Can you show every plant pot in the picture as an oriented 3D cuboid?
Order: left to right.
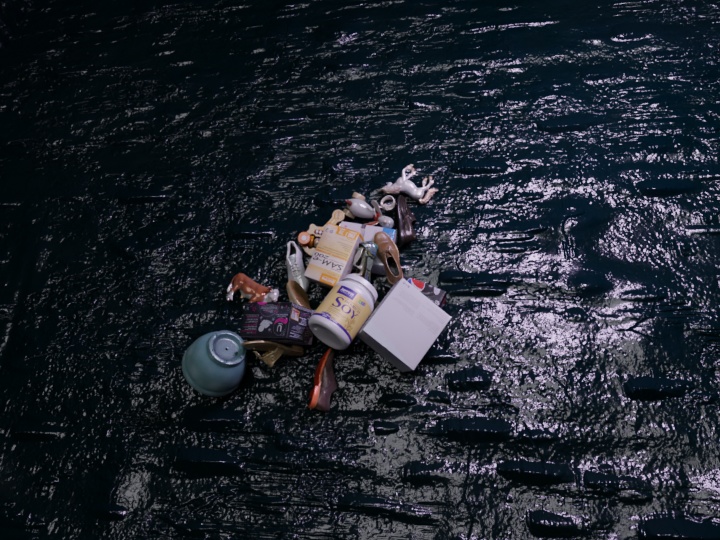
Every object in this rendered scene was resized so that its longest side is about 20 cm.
[{"bbox_3d":[-0.434,0.268,1.599,0.200,0.134,0.201,23,42,-22],"label":"plant pot"}]

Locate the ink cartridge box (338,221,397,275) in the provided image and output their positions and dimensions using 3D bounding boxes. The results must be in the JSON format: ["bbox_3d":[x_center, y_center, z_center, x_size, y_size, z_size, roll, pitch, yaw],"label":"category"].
[{"bbox_3d":[0.013,-0.077,1.781,0.199,0.084,0.145,11,66,15],"label":"ink cartridge box"}]

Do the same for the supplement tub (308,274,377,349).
[{"bbox_3d":[-0.050,0.125,1.576,0.145,0.146,0.200,24,60,21],"label":"supplement tub"}]

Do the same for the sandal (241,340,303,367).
[{"bbox_3d":[-0.267,0.267,1.603,0.078,0.211,0.070,-31,57,43],"label":"sandal"}]

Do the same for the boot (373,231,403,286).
[{"bbox_3d":[0.092,-0.053,1.669,0.073,0.076,0.200,-19,64,-2],"label":"boot"}]

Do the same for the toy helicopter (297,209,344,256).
[{"bbox_3d":[-0.121,-0.131,1.838,0.132,0.079,0.200,39,82,8],"label":"toy helicopter"}]

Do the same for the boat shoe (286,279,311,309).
[{"bbox_3d":[-0.206,0.127,1.715,0.069,0.074,0.200,-39,66,26],"label":"boat shoe"}]

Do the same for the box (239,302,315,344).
[{"bbox_3d":[-0.259,0.170,1.624,0.199,0.132,0.115,-2,72,33],"label":"box"}]

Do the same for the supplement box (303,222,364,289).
[{"bbox_3d":[-0.086,-0.043,1.700,0.126,0.074,0.201,19,78,19],"label":"supplement box"}]

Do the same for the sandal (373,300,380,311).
[{"bbox_3d":[0.060,0.138,1.676,0.080,0.054,0.200,-42,63,-12],"label":"sandal"}]

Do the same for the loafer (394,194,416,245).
[{"bbox_3d":[0.161,-0.177,1.822,0.071,0.073,0.201,0,64,-4],"label":"loafer"}]

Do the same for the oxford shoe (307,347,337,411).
[{"bbox_3d":[-0.105,0.340,1.606,0.072,0.071,0.201,21,61,-11],"label":"oxford shoe"}]

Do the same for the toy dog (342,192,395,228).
[{"bbox_3d":[0.020,-0.214,1.832,0.199,0.096,0.132,7,88,22],"label":"toy dog"}]

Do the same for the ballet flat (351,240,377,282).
[{"bbox_3d":[0.000,0.000,1.679,0.074,0.074,0.201,11,91,16],"label":"ballet flat"}]

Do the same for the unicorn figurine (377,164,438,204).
[{"bbox_3d":[0.172,-0.311,1.879,0.200,0.074,0.138,32,83,18],"label":"unicorn figurine"}]

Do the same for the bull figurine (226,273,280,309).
[{"bbox_3d":[-0.374,0.084,1.781,0.200,0.065,0.122,29,68,24],"label":"bull figurine"}]

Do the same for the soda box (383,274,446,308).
[{"bbox_3d":[0.178,0.072,1.678,0.199,0.071,0.063,22,67,21],"label":"soda box"}]

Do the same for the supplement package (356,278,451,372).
[{"bbox_3d":[0.127,0.169,1.561,0.191,0.147,0.200,39,74,1],"label":"supplement package"}]

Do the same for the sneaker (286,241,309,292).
[{"bbox_3d":[-0.230,-0.011,1.796,0.070,0.080,0.201,-16,65,1],"label":"sneaker"}]
